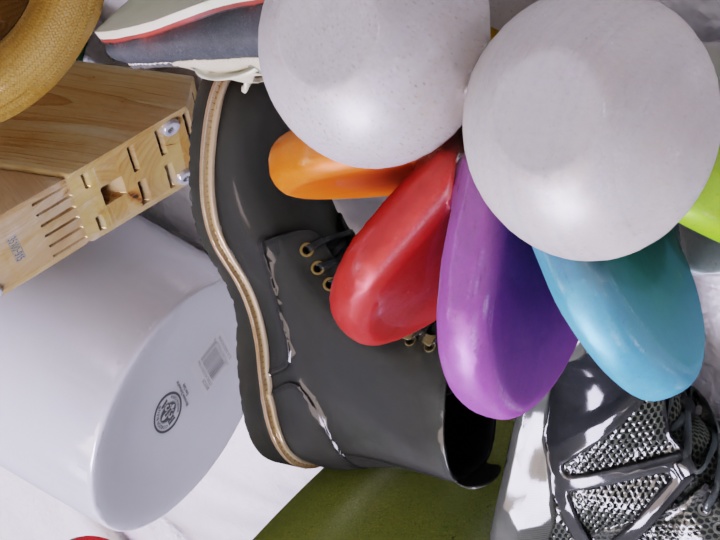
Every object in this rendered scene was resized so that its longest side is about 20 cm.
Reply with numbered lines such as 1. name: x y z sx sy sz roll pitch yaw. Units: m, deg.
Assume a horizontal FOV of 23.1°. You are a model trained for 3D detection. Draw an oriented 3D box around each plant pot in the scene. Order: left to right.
1. plant pot: 0.023 0.171 0.887 0.199 0.194 0.201 28 158 13

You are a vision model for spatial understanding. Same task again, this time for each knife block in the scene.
1. knife block: -0.202 -0.080 0.907 0.176 0.199 0.064 52 165 25

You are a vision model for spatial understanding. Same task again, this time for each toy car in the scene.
1. toy car: 0.054 -0.027 0.609 0.199 0.151 0.174 24 -170 29

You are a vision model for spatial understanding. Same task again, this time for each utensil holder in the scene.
1. utensil holder: -0.178 0.034 1.005 0.199 0.170 0.171 28 147 24

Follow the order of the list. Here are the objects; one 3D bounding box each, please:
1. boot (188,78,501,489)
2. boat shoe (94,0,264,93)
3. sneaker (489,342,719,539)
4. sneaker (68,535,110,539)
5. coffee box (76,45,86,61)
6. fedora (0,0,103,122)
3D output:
1. boot: 0.000 0.000 0.814 0.138 0.077 0.202 5 115 46
2. boat shoe: -0.043 -0.108 0.765 0.199 0.071 0.063 -4 129 48
3. sneaker: 0.125 0.053 0.762 0.113 0.076 0.201 11 124 6
4. sneaker: -0.152 0.271 1.388 0.200 0.077 0.085 40 140 -7
5. coffee box: -0.233 -0.164 0.945 0.200 0.044 0.123 42 149 3
6. fedora: -0.203 -0.160 0.842 0.200 0.201 0.082 40 -169 6
